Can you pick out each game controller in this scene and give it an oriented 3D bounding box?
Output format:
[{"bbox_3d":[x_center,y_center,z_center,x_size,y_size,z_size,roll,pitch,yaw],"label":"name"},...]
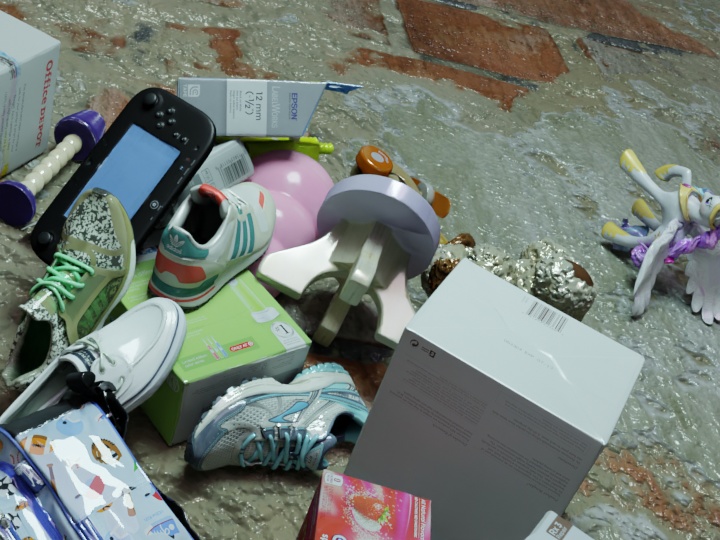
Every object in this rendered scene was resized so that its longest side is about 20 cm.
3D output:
[{"bbox_3d":[-0.220,-0.078,1.060,0.104,0.042,0.201,29,79,30],"label":"game controller"}]

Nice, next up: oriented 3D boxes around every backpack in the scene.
[{"bbox_3d":[-0.199,0.208,0.793,0.190,0.201,0.154,39,44,15],"label":"backpack"}]

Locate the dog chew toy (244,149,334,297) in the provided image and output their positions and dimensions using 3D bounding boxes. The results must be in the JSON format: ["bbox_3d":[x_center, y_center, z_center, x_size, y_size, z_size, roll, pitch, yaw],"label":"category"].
[{"bbox_3d":[-0.099,-0.042,1.230,0.124,0.125,0.201,21,44,1],"label":"dog chew toy"}]

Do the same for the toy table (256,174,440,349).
[{"bbox_3d":[0.000,0.000,1.139,0.183,0.200,0.118,22,65,8],"label":"toy table"}]

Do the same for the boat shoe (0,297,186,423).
[{"bbox_3d":[-0.224,0.092,0.950,0.073,0.067,0.200,27,65,26],"label":"boat shoe"}]

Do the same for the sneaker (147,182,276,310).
[{"bbox_3d":[-0.131,-0.048,1.084,0.070,0.094,0.200,26,38,11],"label":"sneaker"}]

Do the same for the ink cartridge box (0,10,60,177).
[{"bbox_3d":[-0.444,-0.182,1.210,0.144,0.148,0.200,28,35,11],"label":"ink cartridge box"}]

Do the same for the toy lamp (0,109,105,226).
[{"bbox_3d":[-0.342,-0.123,1.262,0.058,0.059,0.200,22,35,2],"label":"toy lamp"}]

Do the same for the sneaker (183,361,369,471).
[{"bbox_3d":[-0.067,0.145,1.030,0.199,0.078,0.086,-17,53,-41],"label":"sneaker"}]

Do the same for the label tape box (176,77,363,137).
[{"bbox_3d":[-0.104,-0.179,1.260,0.198,0.067,0.143,2,7,-9],"label":"label tape box"}]

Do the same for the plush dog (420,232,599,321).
[{"bbox_3d":[0.143,0.029,1.218,0.171,0.161,0.200,27,10,0],"label":"plush dog"}]

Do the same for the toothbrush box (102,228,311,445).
[{"bbox_3d":[-0.166,0.053,1.091,0.145,0.087,0.200,-16,50,-38],"label":"toothbrush box"}]

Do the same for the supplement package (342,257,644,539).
[{"bbox_3d":[0.116,0.138,1.022,0.190,0.201,0.147,30,36,12],"label":"supplement package"}]

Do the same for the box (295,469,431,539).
[{"bbox_3d":[-0.005,0.267,0.880,0.099,0.096,0.201,17,35,-7],"label":"box"}]

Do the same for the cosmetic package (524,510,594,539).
[{"bbox_3d":[0.112,0.284,0.824,0.074,0.201,0.102,33,37,18],"label":"cosmetic package"}]

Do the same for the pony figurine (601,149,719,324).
[{"bbox_3d":[0.398,-0.044,1.444,0.165,0.195,0.200,2,20,-30],"label":"pony figurine"}]

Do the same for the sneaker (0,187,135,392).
[{"bbox_3d":[-0.256,0.024,0.978,0.076,0.202,0.089,18,0,12],"label":"sneaker"}]

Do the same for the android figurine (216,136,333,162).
[{"bbox_3d":[-0.132,-0.150,1.376,0.198,0.041,0.182,-2,16,-25],"label":"android figurine"}]

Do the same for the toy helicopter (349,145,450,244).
[{"bbox_3d":[0.068,-0.069,1.403,0.132,0.079,0.200,-13,58,-51],"label":"toy helicopter"}]

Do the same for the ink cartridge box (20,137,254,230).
[{"bbox_3d":[-0.233,-0.073,1.192,0.162,0.199,0.050,-43,113,-56],"label":"ink cartridge box"}]
